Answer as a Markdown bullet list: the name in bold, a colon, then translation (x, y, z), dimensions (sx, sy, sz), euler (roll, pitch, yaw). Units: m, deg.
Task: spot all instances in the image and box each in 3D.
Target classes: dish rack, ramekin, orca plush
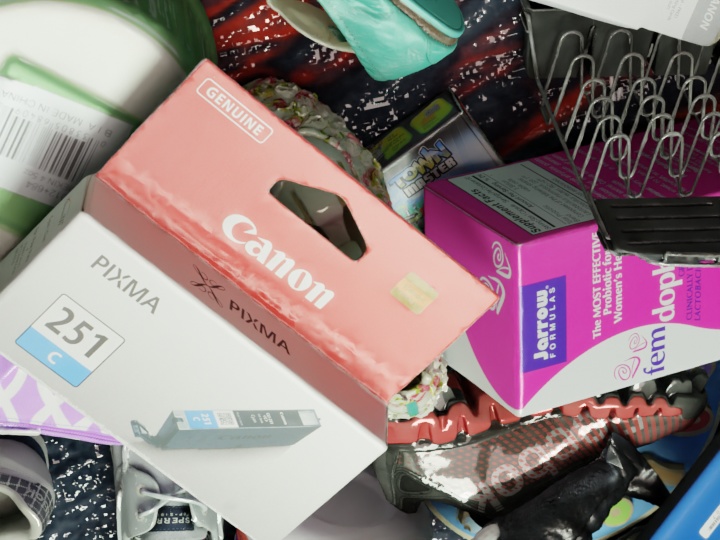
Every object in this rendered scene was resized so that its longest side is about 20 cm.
- **dish rack**: translation (0.172, -0.076, 1.172), dimensions (0.153, 0.200, 0.055), euler (-3, 129, -10)
- **ramekin**: translation (-0.165, -0.076, 1.151), dimensions (0.199, 0.098, 0.201), euler (-5, 119, -9)
- **orca plush**: translation (0.090, 0.182, 1.241), dimensions (0.200, 0.071, 0.105), euler (-32, 144, -4)

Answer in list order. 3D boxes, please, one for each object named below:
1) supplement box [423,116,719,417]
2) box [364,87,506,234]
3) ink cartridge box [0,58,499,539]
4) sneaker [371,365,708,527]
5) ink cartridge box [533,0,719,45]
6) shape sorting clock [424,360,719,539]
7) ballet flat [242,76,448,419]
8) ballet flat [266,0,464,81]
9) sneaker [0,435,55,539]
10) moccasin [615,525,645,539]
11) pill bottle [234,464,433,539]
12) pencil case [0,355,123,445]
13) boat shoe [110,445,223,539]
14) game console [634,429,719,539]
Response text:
- **supplement box**: translation (0.142, -0.007, 1.222), dimensions (0.199, 0.103, 0.102), euler (-14, 116, -23)
- **box**: translation (0.000, 0.000, 1.265), dimensions (0.200, 0.035, 0.110), euler (-35, 119, 8)
- **ink cartridge box**: translation (-0.061, 0.022, 1.117), dimensions (0.200, 0.045, 0.176), euler (38, 115, -19)
- **sneaker**: translation (0.096, 0.093, 1.273), dimensions (0.200, 0.071, 0.098), euler (-6, 114, -5)
- **ink cartridge box**: translation (0.130, -0.233, 1.140), dimensions (0.175, 0.084, 0.201), euler (15, 114, -19)
- **shape sorting clock**: translation (0.122, 0.084, 1.335), dimensions (0.199, 0.039, 0.201), euler (-5, 119, -9)
- **ballet flat**: translation (-0.008, -0.014, 1.192), dimensions (0.075, 0.064, 0.200), euler (-29, 90, -1)
- **ballet flat**: translation (-0.033, -0.165, 1.155), dimensions (0.070, 0.067, 0.200), euler (-35, 118, 24)
- **sneaker**: translation (-0.268, 0.136, 1.255), dimensions (0.199, 0.081, 0.077), euler (-15, 122, -2)
- **moccasin**: translation (0.110, 0.227, 1.377), dimensions (0.201, 0.074, 0.078), euler (-34, 151, -20)
- **pill bottle**: translation (-0.029, 0.216, 1.331), dimensions (0.112, 0.113, 0.201), euler (5, 117, -15)
- **pencil case**: translation (-0.118, 0.062, 1.209), dimensions (0.199, 0.086, 0.084), euler (9, 154, -4)
- **boat shoe**: translation (-0.105, 0.134, 1.292), dimensions (0.070, 0.072, 0.202), euler (-5, 116, -9)
- **game console**: translation (0.209, 0.141, 1.304), dimensions (0.200, 0.118, 0.171), euler (-51, 124, -5)
